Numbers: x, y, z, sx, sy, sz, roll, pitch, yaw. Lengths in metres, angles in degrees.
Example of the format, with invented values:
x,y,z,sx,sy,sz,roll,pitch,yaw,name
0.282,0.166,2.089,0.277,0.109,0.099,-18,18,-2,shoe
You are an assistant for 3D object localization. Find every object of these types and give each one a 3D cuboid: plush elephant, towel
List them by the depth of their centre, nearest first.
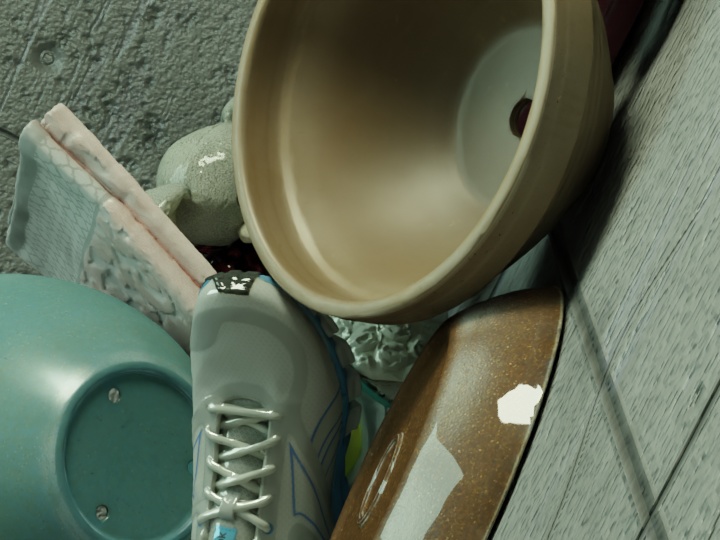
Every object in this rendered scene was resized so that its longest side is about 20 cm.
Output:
x,y,z,sx,sy,sz,roll,pitch,yaw,name
-0.119,0.017,1.309,0.032,0.191,0.200,-40,-5,-19,towel
-0.059,-0.022,1.397,0.165,0.199,0.155,-59,-16,-26,plush elephant

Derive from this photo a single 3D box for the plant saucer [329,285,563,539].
x,y,z,sx,sy,sz,roll,pitch,yaw,name
0.022,0.090,0.981,0.200,0.037,0.201,-155,90,-85,plant saucer

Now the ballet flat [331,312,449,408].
x,y,z,sx,sy,sz,roll,pitch,yaw,name
0.000,0.000,1.148,0.072,0.072,0.200,-64,30,14,ballet flat

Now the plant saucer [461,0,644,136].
x,y,z,sx,sy,sz,roll,pitch,yaw,name
0.084,-0.121,1.174,0.201,0.051,0.201,-56,15,22,plant saucer

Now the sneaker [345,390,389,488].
x,y,z,sx,sy,sz,roll,pitch,yaw,name
-0.035,0.125,1.194,0.075,0.076,0.200,-79,13,-66,sneaker

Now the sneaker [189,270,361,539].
x,y,z,sx,sy,sz,roll,pitch,yaw,name
-0.044,0.096,1.076,0.087,0.075,0.201,-53,-39,-50,sneaker

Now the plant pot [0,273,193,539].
x,y,z,sx,sy,sz,roll,pitch,yaw,name
-0.142,0.096,1.194,0.135,0.200,0.201,-9,51,53,plant pot

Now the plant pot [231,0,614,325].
x,y,z,sx,sy,sz,roll,pitch,yaw,name
0.042,-0.072,1.030,0.201,0.092,0.202,-16,68,48,plant pot
